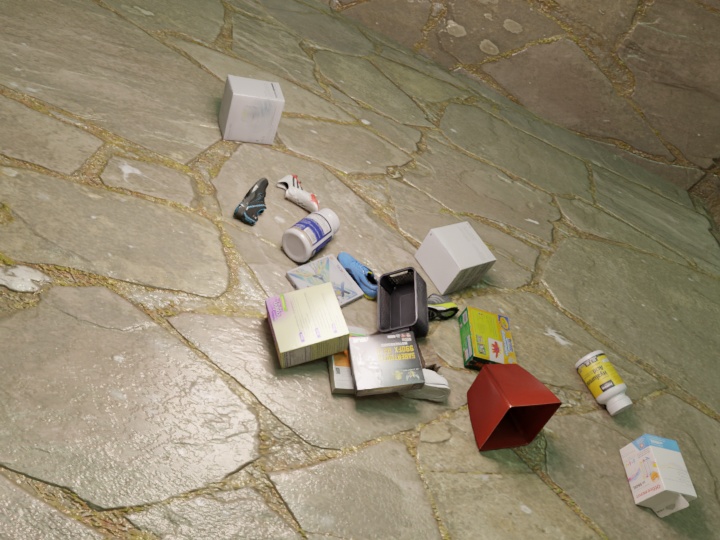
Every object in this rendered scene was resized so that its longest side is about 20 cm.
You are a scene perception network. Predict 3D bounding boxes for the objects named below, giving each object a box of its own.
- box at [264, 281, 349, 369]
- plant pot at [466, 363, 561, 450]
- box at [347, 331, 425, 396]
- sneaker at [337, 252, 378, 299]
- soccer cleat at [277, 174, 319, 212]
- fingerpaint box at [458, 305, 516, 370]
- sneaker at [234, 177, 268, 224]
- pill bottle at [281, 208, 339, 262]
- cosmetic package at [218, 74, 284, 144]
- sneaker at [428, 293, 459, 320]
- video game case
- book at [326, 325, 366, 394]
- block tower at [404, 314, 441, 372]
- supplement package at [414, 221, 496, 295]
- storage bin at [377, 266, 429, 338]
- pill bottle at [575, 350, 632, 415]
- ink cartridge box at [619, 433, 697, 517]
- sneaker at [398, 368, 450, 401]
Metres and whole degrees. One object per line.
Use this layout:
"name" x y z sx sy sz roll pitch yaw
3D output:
"box" -0.150 0.151 1.493 0.196 0.098 0.178 -14 57 -16
"plant pot" 0.427 0.386 1.575 0.196 0.202 0.178 3 39 -26
"box" 0.069 0.260 1.502 0.195 0.049 0.161 -3 55 -12
"sneaker" 0.000 0.000 1.764 0.065 0.079 0.201 -23 63 -38
"soccer cleat" -0.219 -0.263 1.893 0.084 0.069 0.201 -25 62 -31
"fingerpaint box" 0.420 0.237 1.780 0.164 0.074 0.203 15 46 -15
"sneaker" -0.351 -0.233 1.799 0.081 0.073 0.202 37 47 -16
"pill bottle" -0.158 -0.121 1.758 0.115 0.117 0.200 39 44 9
"cosmetic package" -0.407 -0.591 1.982 0.196 0.201 0.125 0 50 -28
"sneaker" 0.236 0.120 1.798 0.197 0.075 0.082 3 40 -34
"video game case" -0.112 0.044 1.702 0.198 0.022 0.183 -24 65 -40
"book" -0.031 0.255 1.542 0.131 0.048 0.203 9 49 -25
"block tower" 0.183 0.227 1.675 0.057 0.054 0.202 -3 53 -29
"supplement package" 0.342 -0.047 1.938 0.197 0.148 0.193 -13 58 -36
"storage bin" 0.132 0.107 1.659 0.094 0.133 0.204 43 39 -48
"pill bottle" 0.843 0.389 1.845 0.109 0.112 0.202 -5 54 -31
"ink cartridge box" 0.918 0.637 1.651 0.123 0.129 0.203 17 45 -13
"sneaker" 0.169 0.326 1.578 0.196 0.077 0.081 19 31 -17
